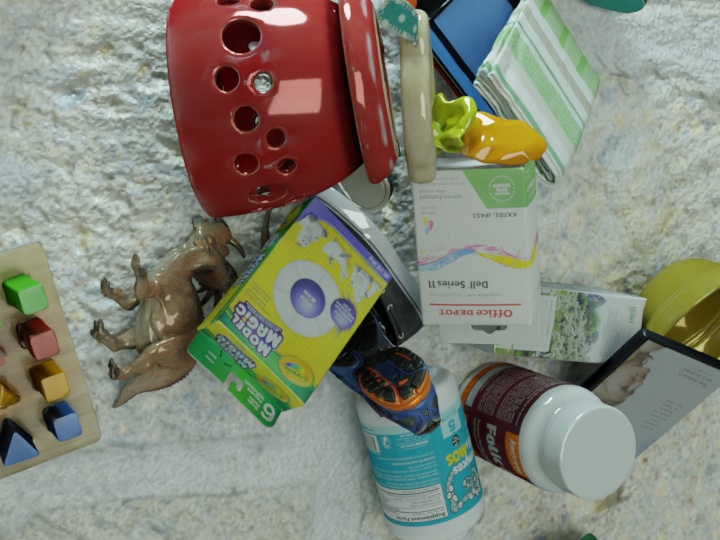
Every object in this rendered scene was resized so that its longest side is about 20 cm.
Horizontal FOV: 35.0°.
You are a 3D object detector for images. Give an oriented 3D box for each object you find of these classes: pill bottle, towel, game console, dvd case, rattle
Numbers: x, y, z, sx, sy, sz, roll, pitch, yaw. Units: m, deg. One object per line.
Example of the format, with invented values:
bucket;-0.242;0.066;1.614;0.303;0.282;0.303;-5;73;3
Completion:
pill bottle;0.069;0.211;1.215;0.110;0.111;0.201;-20;105;-22
pill bottle;0.194;0.171;1.220;0.113;0.200;0.115;-3;97;-25
towel;0.191;-0.200;1.207;0.150;0.031;0.200;53;41;-22
game console;0.137;-0.230;1.189;0.172;0.119;0.200;-47;113;-13
dvd case;0.310;0.153;1.309;0.142;0.018;0.200;21;127;-26
rattle;0.090;-0.181;1.031;0.130;0.142;0.201;-55;148;-52

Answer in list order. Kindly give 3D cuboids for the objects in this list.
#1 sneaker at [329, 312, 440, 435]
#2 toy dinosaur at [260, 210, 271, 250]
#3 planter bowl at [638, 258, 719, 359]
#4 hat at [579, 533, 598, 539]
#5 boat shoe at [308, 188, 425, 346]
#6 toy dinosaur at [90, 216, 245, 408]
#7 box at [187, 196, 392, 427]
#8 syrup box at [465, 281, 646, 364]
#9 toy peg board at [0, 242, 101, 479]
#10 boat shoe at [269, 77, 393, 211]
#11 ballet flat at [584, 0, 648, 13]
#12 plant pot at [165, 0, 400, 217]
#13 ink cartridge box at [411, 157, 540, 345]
sneaker;0.016;0.106;1.130;0.075;0.200;0.079;-34;120;-8
toy dinosaur;-0.089;0.024;1.146;0.060;0.106;0.201;-9;106;7
planter bowl;0.384;0.047;1.342;0.199;0.084;0.201;-24;145;-18
hat;0.185;0.398;1.347;0.200;0.175;0.167;-24;108;-61
boat shoe;0.000;0.000;1.184;0.066;0.070;0.200;-46;120;-15
toy dinosaur;-0.177;0.048;1.094;0.135;0.086;0.202;8;98;-33
box;-0.065;0.039;1.072;0.117;0.048;0.200;45;57;-15
syrup box;0.216;0.056;1.283;0.199;0.081;0.079;6;95;-27
toy peg board;-0.344;0.103;1.009;0.199;0.098;0.201;-19;104;-22
boat shoe;-0.031;-0.151;1.160;0.067;0.057;0.201;-27;107;17
ballet flat;0.240;-0.343;1.261;0.199;0.069;0.070;10;92;-26
plant pot;-0.065;-0.160;1.023;0.181;0.200;0.202;-10;102;5
ink cartridge box;0.119;-0.010;1.149;0.116;0.067;0.202;-1;106;17
